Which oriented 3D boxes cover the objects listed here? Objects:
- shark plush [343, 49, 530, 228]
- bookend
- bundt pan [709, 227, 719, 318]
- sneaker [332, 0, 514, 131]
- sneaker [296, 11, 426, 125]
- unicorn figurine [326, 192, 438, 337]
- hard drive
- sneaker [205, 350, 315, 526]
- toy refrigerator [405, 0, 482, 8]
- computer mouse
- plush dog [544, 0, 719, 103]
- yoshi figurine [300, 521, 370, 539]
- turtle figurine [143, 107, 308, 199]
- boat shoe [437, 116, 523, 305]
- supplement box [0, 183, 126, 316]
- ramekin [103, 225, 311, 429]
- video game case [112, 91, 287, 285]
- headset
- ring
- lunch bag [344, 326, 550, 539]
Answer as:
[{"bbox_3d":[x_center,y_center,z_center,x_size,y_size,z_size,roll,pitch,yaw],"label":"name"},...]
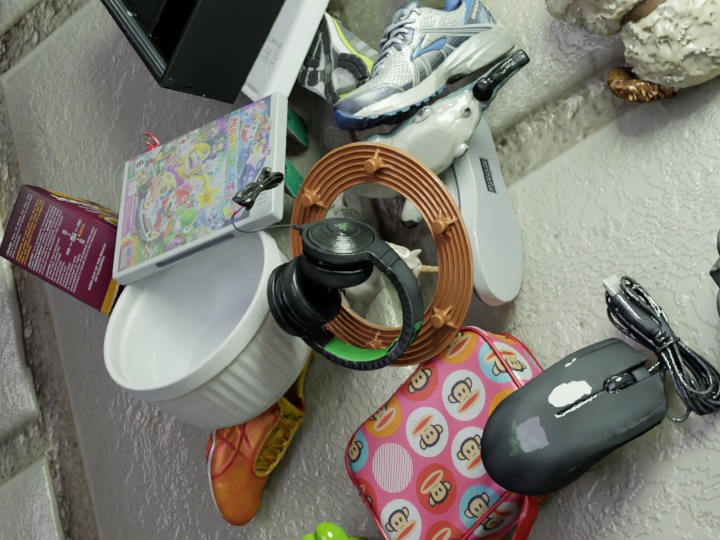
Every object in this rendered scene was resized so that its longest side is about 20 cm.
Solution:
[{"bbox_3d":[0.060,-0.135,1.361,0.200,0.091,0.083,-51,14,23],"label":"shark plush"},{"bbox_3d":[-0.164,-0.313,1.584,0.200,0.092,0.199,-60,43,24],"label":"bookend"},{"bbox_3d":[0.356,-0.001,1.166,0.201,0.076,0.203,-7,78,36],"label":"bundt pan"},{"bbox_3d":[0.043,-0.191,1.373,0.085,0.200,0.077,60,149,-6],"label":"sneaker"},{"bbox_3d":[-0.004,-0.189,1.488,0.074,0.081,0.200,-61,34,21],"label":"sneaker"},{"bbox_3d":[0.000,0.000,1.412,0.200,0.074,0.138,50,139,38],"label":"unicorn figurine"},{"bbox_3d":[-0.063,-0.262,1.535,0.200,0.027,0.132,-67,19,9],"label":"hard drive"},{"bbox_3d":[-0.097,0.153,1.492,0.077,0.073,0.201,13,90,42],"label":"sneaker"},{"bbox_3d":[0.083,-0.355,1.452,0.076,0.070,0.201,2,82,45],"label":"toy refrigerator"},{"bbox_3d":[0.182,0.102,1.239,0.200,0.053,0.139,-36,69,-3],"label":"computer mouse"},{"bbox_3d":[0.247,-0.233,1.266,0.200,0.160,0.172,-40,86,27],"label":"plush dog"},{"bbox_3d":[0.021,0.313,1.376,0.200,0.112,0.112,57,157,15],"label":"yoshi figurine"},{"bbox_3d":[-0.150,-0.095,1.570,0.200,0.101,0.150,-16,72,29],"label":"turtle figurine"},{"bbox_3d":[0.092,-0.054,1.386,0.066,0.072,0.200,-29,64,36],"label":"boat shoe"},{"bbox_3d":[-0.279,-0.016,1.643,0.200,0.110,0.086,24,96,38],"label":"supplement box"},{"bbox_3d":[-0.135,0.055,1.452,0.200,0.105,0.200,-25,41,25],"label":"ramekin"},{"bbox_3d":[-0.155,-0.078,1.477,0.200,0.018,0.144,-21,52,30],"label":"video game case"},{"bbox_3d":[-0.028,-0.005,1.323,0.200,0.094,0.124,41,128,3],"label":"headset"},{"bbox_3d":[0.012,-0.011,1.331,0.200,0.019,0.201,13,112,35],"label":"ring"},{"bbox_3d":[0.094,0.167,1.335,0.200,0.082,0.176,-46,58,22],"label":"lunch bag"}]
